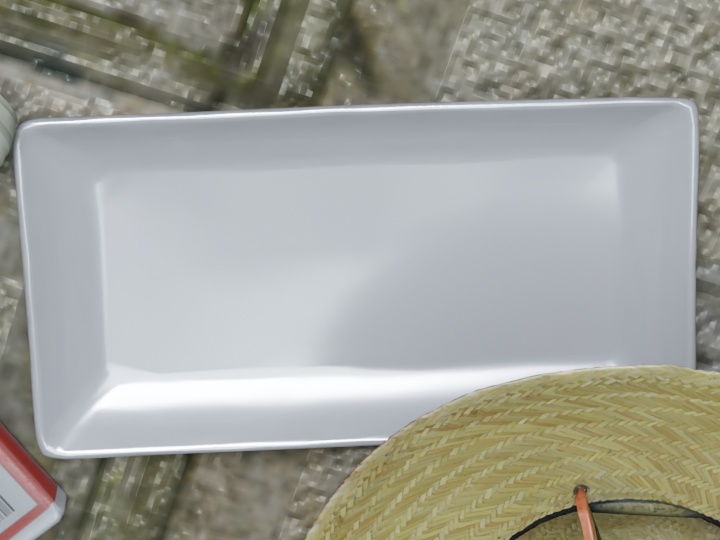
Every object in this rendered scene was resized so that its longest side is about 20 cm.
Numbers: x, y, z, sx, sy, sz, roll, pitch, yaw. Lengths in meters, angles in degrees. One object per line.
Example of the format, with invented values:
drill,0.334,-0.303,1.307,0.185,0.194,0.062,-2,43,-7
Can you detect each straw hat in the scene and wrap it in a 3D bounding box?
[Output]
straw hat,0.077,0.099,0.835,0.200,0.085,0.202,1,112,2

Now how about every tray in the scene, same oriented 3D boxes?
tray,0.000,0.000,0.830,0.199,0.022,0.108,-2,109,-1

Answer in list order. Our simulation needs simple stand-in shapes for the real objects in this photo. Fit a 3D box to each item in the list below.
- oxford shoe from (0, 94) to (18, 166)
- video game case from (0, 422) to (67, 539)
oxford shoe,-0.187,-0.075,0.766,0.200,0.075,0.058,37,78,-17
video game case,-0.206,0.041,0.840,0.143,0.017,0.200,-37,107,11
